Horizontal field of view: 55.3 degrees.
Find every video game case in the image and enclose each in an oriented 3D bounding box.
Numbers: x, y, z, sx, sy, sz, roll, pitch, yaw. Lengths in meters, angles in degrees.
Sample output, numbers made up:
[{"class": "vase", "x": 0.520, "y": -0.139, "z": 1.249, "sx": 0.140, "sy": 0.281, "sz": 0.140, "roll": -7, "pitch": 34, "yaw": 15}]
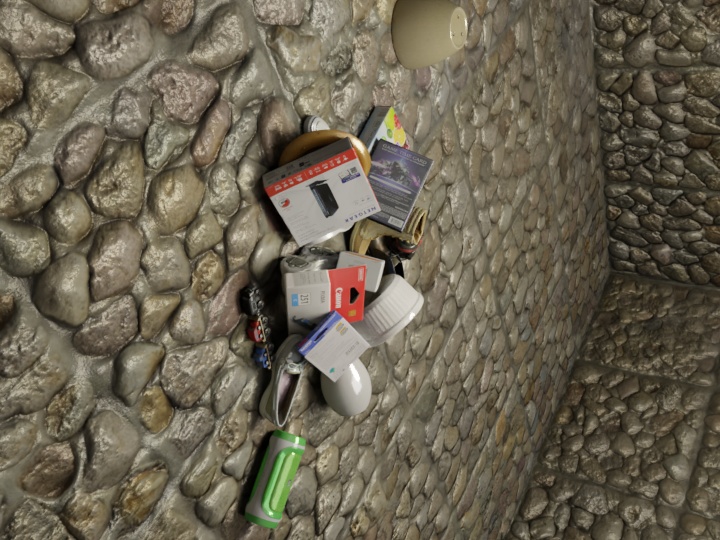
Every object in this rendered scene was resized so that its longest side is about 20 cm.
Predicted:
[{"class": "video game case", "x": 0.071, "y": -0.203, "z": 1.622, "sx": 0.019, "sy": 0.142, "sz": 0.201, "roll": 97, "pitch": 17, "yaw": -71}]

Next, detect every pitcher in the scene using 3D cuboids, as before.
[{"class": "pitcher", "x": -0.037, "y": 0.239, "z": 1.693, "sx": 0.172, "sy": 0.121, "sz": 0.201, "roll": -50, "pitch": 127, "yaw": -61}]

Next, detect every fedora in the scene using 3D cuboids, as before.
[{"class": "fedora", "x": -0.080, "y": -0.235, "z": 1.473, "sx": 0.082, "sy": 0.200, "sz": 0.201, "roll": -108, "pitch": 173, "yaw": -46}]

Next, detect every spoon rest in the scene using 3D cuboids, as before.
[{"class": "spoon rest", "x": -0.060, "y": -0.119, "z": 1.597, "sx": 0.200, "sy": 0.060, "sz": 0.100, "roll": -45, "pitch": 134, "yaw": -41}]

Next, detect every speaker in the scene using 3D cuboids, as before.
[{"class": "speaker", "x": -0.189, "y": 0.461, "z": 1.528, "sx": 0.088, "sy": 0.088, "sz": 0.201, "roll": 39, "pitch": 66, "yaw": -54}]

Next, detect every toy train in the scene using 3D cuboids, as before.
[{"class": "toy train", "x": -0.216, "y": 0.126, "z": 1.444, "sx": 0.046, "sy": 0.034, "sz": 0.201, "roll": -36, "pitch": 127, "yaw": -43}]

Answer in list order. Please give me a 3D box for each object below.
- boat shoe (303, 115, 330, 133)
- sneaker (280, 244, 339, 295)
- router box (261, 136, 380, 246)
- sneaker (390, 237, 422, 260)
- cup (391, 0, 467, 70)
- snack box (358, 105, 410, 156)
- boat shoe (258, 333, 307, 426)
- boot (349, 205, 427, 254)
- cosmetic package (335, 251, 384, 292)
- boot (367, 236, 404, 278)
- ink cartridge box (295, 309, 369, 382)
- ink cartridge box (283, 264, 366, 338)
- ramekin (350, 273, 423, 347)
[{"class": "boat shoe", "x": -0.059, "y": -0.269, "z": 1.552, "sx": 0.074, "sy": 0.067, "sz": 0.200, "roll": -63, "pitch": 143, "yaw": -26}, {"class": "sneaker", "x": -0.119, "y": 0.006, "z": 1.542, "sx": 0.200, "sy": 0.078, "sz": 0.100, "roll": -23, "pitch": 135, "yaw": -54}, {"class": "router box", "x": -0.079, "y": -0.163, "z": 1.446, "sx": 0.049, "sy": 0.199, "sz": 0.180, "roll": -109, "pitch": 173, "yaw": -46}, {"class": "sneaker", "x": 0.120, "y": -0.066, "z": 1.828, "sx": 0.200, "sy": 0.070, "sz": 0.098, "roll": -85, "pitch": -172, "yaw": -76}, {"class": "cup", "x": 0.192, "y": -0.625, "z": 1.778, "sx": 0.200, "sy": 0.143, "sz": 0.201, "roll": -21, "pitch": 115, "yaw": -54}, {"class": "snack box", "x": 0.045, "y": -0.290, "z": 1.720, "sx": 0.201, "sy": 0.053, "sz": 0.142, "roll": -63, "pitch": 142, "yaw": -23}, {"class": "boat shoe", "x": -0.159, "y": 0.239, "z": 1.502, "sx": 0.074, "sy": 0.065, "sz": 0.203, "roll": 21, "pitch": 92, "yaw": -46}, {"class": "boot", "x": 0.066, "y": -0.091, "z": 1.676, "sx": 0.073, "sy": 0.155, "sz": 0.201, "roll": -29, "pitch": 145, "yaw": -62}, {"class": "cosmetic package", "x": 0.000, "y": 0.000, "z": 1.602, "sx": 0.200, "sy": 0.101, "sz": 0.072, "roll": -35, "pitch": 139, "yaw": -87}, {"class": "boot", "x": 0.068, "y": -0.051, "z": 1.779, "sx": 0.075, "sy": 0.097, "sz": 0.201, "roll": -31, "pitch": 124, "yaw": -50}, {"class": "ink cartridge box", "x": -0.064, "y": 0.162, "z": 1.508, "sx": 0.119, "sy": 0.042, "sz": 0.200, "roll": -46, "pitch": 147, "yaw": -5}, {"class": "ink cartridge box", "x": -0.073, "y": 0.076, "z": 1.486, "sx": 0.200, "sy": 0.175, "sz": 0.045, "roll": 93, "pitch": -13, "yaw": -49}, {"class": "ramekin", "x": 0.051, "y": 0.094, "z": 1.711, "sx": 0.094, "sy": 0.202, "sz": 0.202, "roll": 51, "pitch": 50, "yaw": -11}]
